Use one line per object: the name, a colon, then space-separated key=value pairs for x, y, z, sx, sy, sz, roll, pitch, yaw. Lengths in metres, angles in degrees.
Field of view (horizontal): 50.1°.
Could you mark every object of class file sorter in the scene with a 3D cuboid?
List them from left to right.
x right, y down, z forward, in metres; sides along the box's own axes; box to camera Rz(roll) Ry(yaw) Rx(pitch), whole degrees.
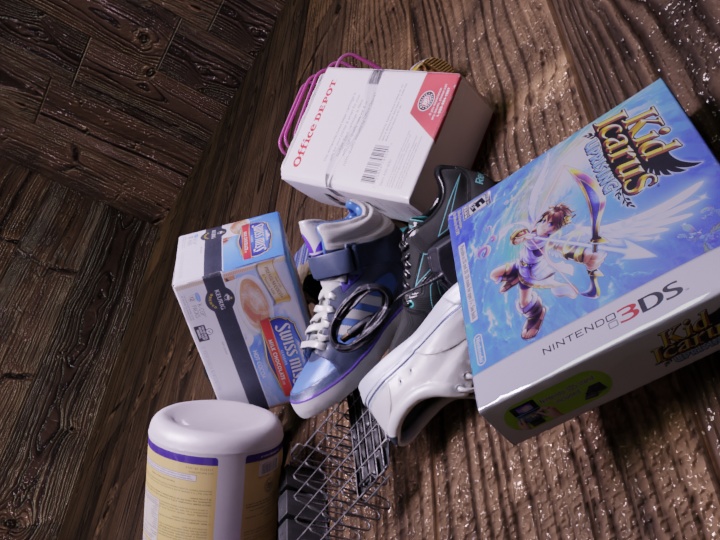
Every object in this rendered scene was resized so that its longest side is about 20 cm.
file sorter: x=-0.027 y=-0.220 z=1.132 sx=0.200 sy=0.125 sz=0.139 roll=3 pitch=70 yaw=69

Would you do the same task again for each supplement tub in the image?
supplement tub: x=-0.162 y=0.255 z=0.843 sx=0.145 sy=0.145 sz=0.200 roll=-159 pitch=73 yaw=-70

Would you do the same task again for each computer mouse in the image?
computer mouse: x=0.058 y=0.010 z=0.666 sx=0.200 sy=0.059 sz=0.034 roll=-29 pitch=8 yaw=7

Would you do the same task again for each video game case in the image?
video game case: x=0.148 y=-0.013 z=0.493 sx=0.181 sy=0.045 sz=0.200 roll=-32 pitch=34 yaw=23

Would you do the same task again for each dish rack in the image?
dish rack: x=-0.017 y=0.198 z=0.740 sx=0.200 sy=0.055 sz=0.153 roll=-54 pitch=24 yaw=25

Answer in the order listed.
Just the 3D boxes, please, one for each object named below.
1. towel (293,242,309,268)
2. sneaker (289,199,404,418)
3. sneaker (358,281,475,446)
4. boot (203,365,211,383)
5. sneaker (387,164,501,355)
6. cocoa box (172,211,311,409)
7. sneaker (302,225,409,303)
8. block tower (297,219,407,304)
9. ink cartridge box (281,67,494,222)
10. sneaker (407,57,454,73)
towel: x=-0.109 y=0.031 z=1.212 sx=0.200 sy=0.024 sz=0.145 roll=-46 pitch=26 yaw=39
sneaker: x=-0.031 y=0.025 z=0.748 sx=0.200 sy=0.146 sz=0.081 roll=-45 pitch=15 yaw=-18
sneaker: x=0.084 y=0.068 z=0.632 sx=0.200 sy=0.073 sz=0.071 roll=-49 pitch=57 yaw=26
boot: x=-0.162 y=0.112 z=1.151 sx=0.198 sy=0.073 sz=0.163 roll=35 pitch=106 yaw=60
sneaker: x=0.065 y=-0.003 z=0.713 sx=0.200 sy=0.079 sz=0.075 roll=-64 pitch=10 yaw=4
cocoa box: x=-0.130 y=0.053 z=0.937 sx=0.133 sy=0.131 sz=0.200 roll=-108 pitch=3 yaw=-62
sneaker: x=0.000 y=0.000 z=0.875 sx=0.200 sy=0.080 sz=0.071 roll=-40 pitch=31 yaw=51
block tower: x=-0.016 y=-0.015 z=0.975 sx=0.200 sy=0.058 sz=0.054 roll=-38 pitch=34 yaw=49
ink cartridge box: x=0.026 y=-0.139 z=0.855 sx=0.200 sy=0.083 sz=0.147 roll=17 pitch=81 yaw=42
sneaker: x=0.051 y=-0.172 z=0.976 sx=0.200 sy=0.075 sz=0.090 roll=-58 pitch=12 yaw=3
